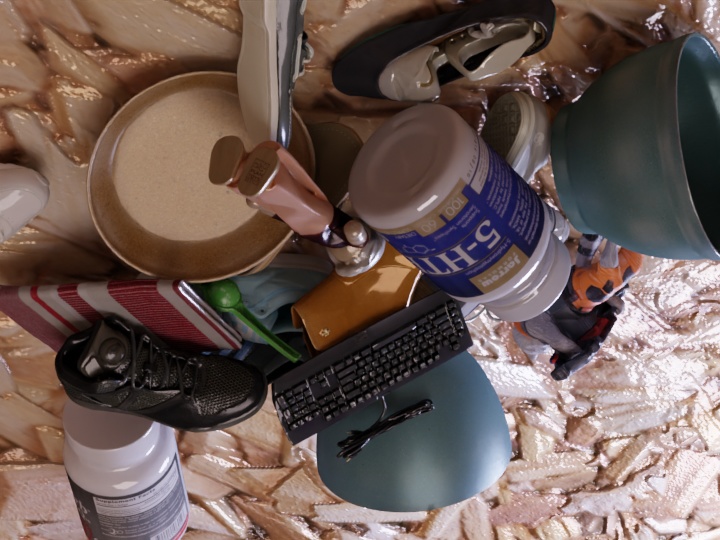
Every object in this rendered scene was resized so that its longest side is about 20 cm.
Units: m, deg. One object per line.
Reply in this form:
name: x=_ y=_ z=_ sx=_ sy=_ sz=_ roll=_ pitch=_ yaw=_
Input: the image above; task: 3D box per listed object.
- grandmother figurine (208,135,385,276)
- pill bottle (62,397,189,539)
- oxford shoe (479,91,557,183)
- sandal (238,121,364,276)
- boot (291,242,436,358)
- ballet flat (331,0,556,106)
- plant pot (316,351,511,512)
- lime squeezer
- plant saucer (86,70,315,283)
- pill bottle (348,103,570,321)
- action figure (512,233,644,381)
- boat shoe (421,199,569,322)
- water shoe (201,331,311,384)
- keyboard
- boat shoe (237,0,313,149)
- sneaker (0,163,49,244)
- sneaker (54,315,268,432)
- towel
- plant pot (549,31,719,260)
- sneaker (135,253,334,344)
grandmother figurine: x=-0.040 y=-0.048 z=1.441 sx=0.061 sy=0.121 sz=0.200 roll=-57 pitch=143 yaw=-1
pill bottle: x=-0.242 y=0.203 z=1.754 sx=0.116 sy=0.116 sz=0.200 roll=-10 pitch=139 yaw=-6
oxford shoe: x=0.125 y=-0.082 z=1.572 sx=0.058 sy=0.075 sz=0.200 roll=-2 pitch=138 yaw=-32
sandal: x=-0.047 y=-0.071 z=1.552 sx=0.070 sy=0.078 sz=0.212 roll=-18 pitch=161 yaw=-49
boot: x=0.000 y=0.000 z=1.573 sx=0.144 sy=0.071 sz=0.201 roll=-26 pitch=127 yaw=-22
ballet flat: x=0.072 y=-0.181 z=1.442 sx=0.200 sy=0.073 sz=0.073 roll=-20 pitch=140 yaw=7
plant pot: x=0.048 y=0.130 z=1.719 sx=0.200 sy=0.200 sz=0.135 roll=-10 pitch=118 yaw=-6
lime squeezer: x=-0.123 y=0.001 z=1.569 sx=0.071 sy=0.038 sz=0.200 roll=-22 pitch=102 yaw=25
plant saucer: x=-0.140 y=-0.085 z=1.479 sx=0.200 sy=0.035 sz=0.200 roll=-8 pitch=120 yaw=-14
pill bottle: x=0.093 y=-0.042 z=1.471 sx=0.120 sy=0.120 sz=0.200 roll=-33 pitch=132 yaw=21
action figure: x=0.221 y=0.011 z=1.674 sx=0.105 sy=0.200 sz=0.193 roll=43 pitch=117 yaw=0
boat shoe: x=0.123 y=0.006 z=1.680 sx=0.202 sy=0.075 sz=0.086 roll=-41 pitch=143 yaw=19
water shoe: x=-0.126 y=0.086 z=1.670 sx=0.200 sy=0.079 sz=0.072 roll=-6 pitch=160 yaw=-10
keyboard: x=0.018 y=0.109 z=1.600 sx=0.200 sy=0.021 sz=0.127 roll=-28 pitch=124 yaw=-12
boat shoe: x=-0.061 y=-0.178 z=1.390 sx=0.062 sy=0.073 sz=0.200 roll=-15 pitch=128 yaw=-23
sneaker: x=-0.348 y=-0.016 z=1.482 sx=0.200 sy=0.099 sz=0.078 roll=-31 pitch=137 yaw=18
sneaker: x=-0.188 y=0.096 z=1.567 sx=0.199 sy=0.076 sz=0.114 roll=9 pitch=163 yaw=8
towel: x=-0.225 y=0.041 z=1.575 sx=0.200 sy=0.023 sz=0.144 roll=-3 pitch=155 yaw=21
plant pot: x=0.250 y=-0.099 z=1.512 sx=0.134 sy=0.200 sz=0.200 roll=-8 pitch=145 yaw=27
sneaker: x=-0.114 y=0.030 z=1.618 sx=0.200 sy=0.082 sz=0.074 roll=-4 pitch=138 yaw=-13
